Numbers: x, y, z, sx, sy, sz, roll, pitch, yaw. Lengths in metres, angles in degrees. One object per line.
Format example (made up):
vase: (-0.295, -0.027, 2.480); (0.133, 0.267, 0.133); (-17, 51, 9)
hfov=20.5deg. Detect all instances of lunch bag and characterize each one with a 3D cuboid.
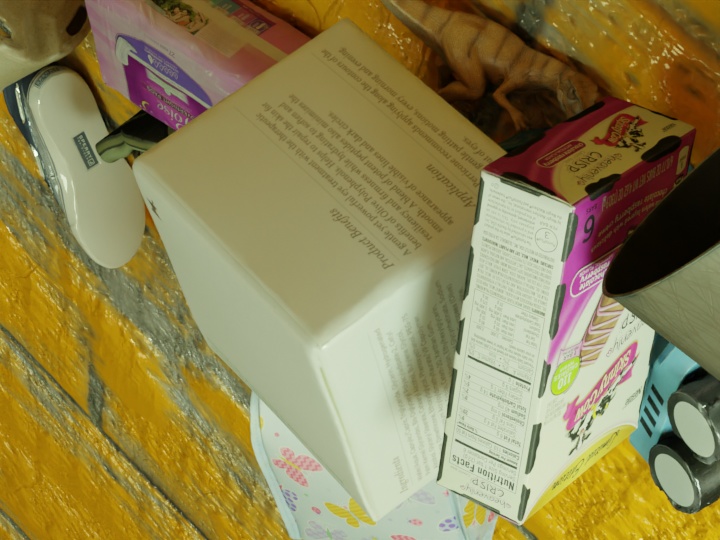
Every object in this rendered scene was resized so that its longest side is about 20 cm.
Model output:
lunch bag: (0.018, 0.123, 1.506); (0.169, 0.127, 0.200); (6, 145, 20)

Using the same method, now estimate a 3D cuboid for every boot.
boot: (-0.256, -0.101, 1.778); (0.090, 0.073, 0.200); (29, 141, 51)

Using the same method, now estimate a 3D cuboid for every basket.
basket: (0.255, 0.023, 1.004); (0.200, 0.180, 0.136); (45, -160, -10)

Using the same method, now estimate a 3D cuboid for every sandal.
sandal: (-0.153, -0.103, 1.584); (0.057, 0.080, 0.201); (59, 163, -10)

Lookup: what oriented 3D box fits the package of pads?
package of pads: (-0.107, -0.146, 1.441); (0.200, 0.076, 0.121); (34, 149, 30)

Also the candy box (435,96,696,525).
candy box: (0.112, 0.021, 1.094); (0.061, 0.136, 0.200); (25, 125, 28)

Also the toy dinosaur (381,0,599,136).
toy dinosaur: (0.062, -0.136, 1.215); (0.200, 0.060, 0.106); (30, 138, 17)

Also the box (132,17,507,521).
box: (0.000, 0.000, 1.225); (0.199, 0.171, 0.200); (44, 161, 35)

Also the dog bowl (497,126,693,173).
dog bowl: (0.136, -0.038, 1.220); (0.112, 0.050, 0.200); (58, 155, -17)

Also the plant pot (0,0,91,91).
plant pot: (-0.309, -0.216, 1.572); (0.183, 0.200, 0.201); (-6, 122, 49)

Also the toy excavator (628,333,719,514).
toy excavator: (0.184, 0.052, 1.238); (0.200, 0.100, 0.195); (53, 157, 26)
